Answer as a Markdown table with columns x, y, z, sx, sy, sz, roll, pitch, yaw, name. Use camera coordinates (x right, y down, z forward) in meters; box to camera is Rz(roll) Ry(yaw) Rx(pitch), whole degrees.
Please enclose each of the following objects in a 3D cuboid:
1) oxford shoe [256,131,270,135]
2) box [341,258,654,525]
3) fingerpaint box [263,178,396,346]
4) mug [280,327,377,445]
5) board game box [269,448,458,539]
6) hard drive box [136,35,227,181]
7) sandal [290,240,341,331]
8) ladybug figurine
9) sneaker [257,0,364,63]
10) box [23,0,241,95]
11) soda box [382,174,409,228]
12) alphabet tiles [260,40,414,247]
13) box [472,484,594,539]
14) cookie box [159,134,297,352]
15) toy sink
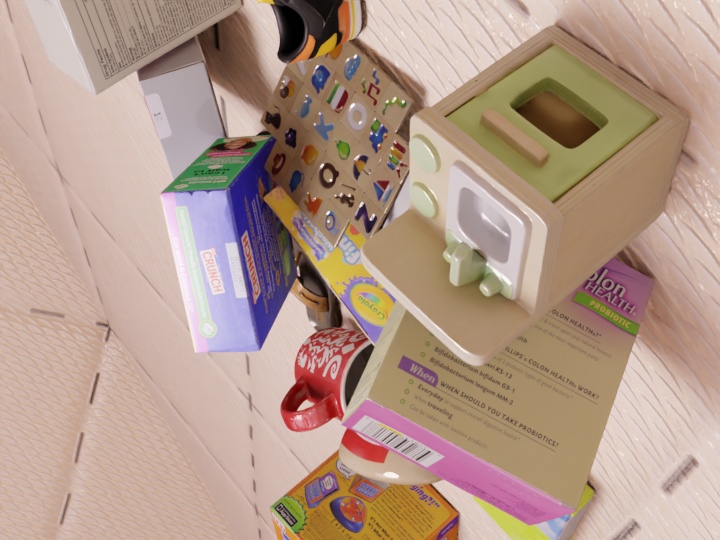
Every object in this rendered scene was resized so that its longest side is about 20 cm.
| x | y | z | sx | sy | sz | roll | pitch | yaw | name |
| --- | --- | --- | --- | --- | --- | --- | --- | --- | --- |
| -0.099 | -0.116 | 1.218 | 0.199 | 0.084 | 0.073 | 5 | 126 | 60 | oxford shoe |
| 0.108 | 0.064 | 0.820 | 0.174 | 0.202 | 0.097 | 27 | 157 | -3 | box |
| 0.000 | 0.000 | 1.109 | 0.201 | 0.073 | 0.167 | 52 | 179 | 21 | fingerpaint box |
| -0.021 | 0.132 | 1.315 | 0.199 | 0.175 | 0.136 | -172 | 89 | -67 | mug |
| 0.008 | 0.404 | 1.575 | 0.200 | 0.199 | 0.201 | 41 | 155 | 29 | board game box |
| -0.215 | -0.222 | 1.216 | 0.201 | 0.076 | 0.157 | -114 | 9 | -45 | hard drive box |
| -0.072 | 0.025 | 1.396 | 0.082 | 0.054 | 0.201 | 41 | 154 | 31 | sandal |
| 0.045 | 0.225 | 1.363 | 0.199 | 0.134 | 0.073 | 5 | 99 | 55 | ladybug figurine |
| -0.057 | -0.272 | 0.899 | 0.070 | 0.090 | 0.202 | 33 | 150 | 41 | sneaker |
| -0.242 | -0.299 | 1.091 | 0.109 | 0.199 | 0.129 | 34 | 150 | 38 | box |
| 0.078 | -0.065 | 0.945 | 0.064 | 0.068 | 0.200 | 50 | 157 | 11 | soda box |
| -0.025 | -0.129 | 1.006 | 0.200 | 0.006 | 0.168 | 48 | 123 | 32 | alphabet tiles |
| 0.193 | 0.251 | 1.184 | 0.122 | 0.047 | 0.201 | 44 | 155 | 24 | box |
| -0.130 | -0.034 | 1.092 | 0.200 | 0.074 | 0.174 | -70 | -27 | -67 | cookie box |
| 0.108 | -0.058 | 0.722 | 0.130 | 0.199 | 0.113 | 42 | 156 | 28 | toy sink |
